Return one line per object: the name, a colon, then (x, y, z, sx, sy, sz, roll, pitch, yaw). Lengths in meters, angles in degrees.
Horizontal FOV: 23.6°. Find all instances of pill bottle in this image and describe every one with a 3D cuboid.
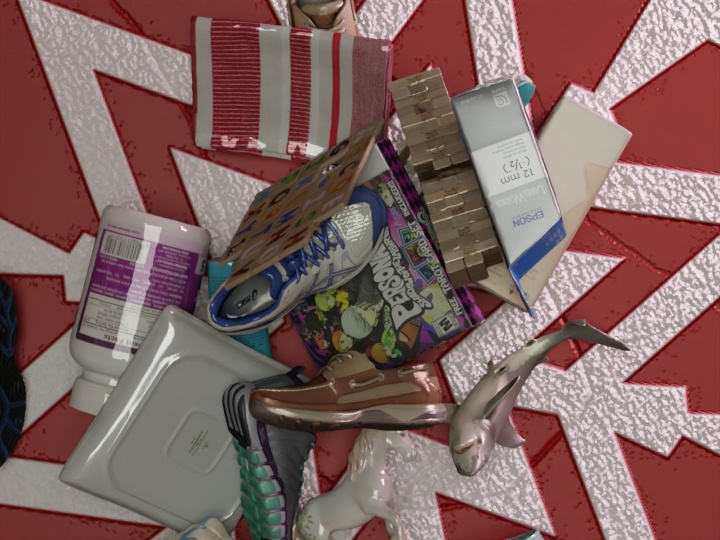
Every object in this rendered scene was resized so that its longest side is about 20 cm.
pill bottle: (-0.220, 0.044, 1.681, 0.112, 0.112, 0.200, 14, 90, 2)

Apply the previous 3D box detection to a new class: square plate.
square plate: (-0.157, 0.159, 1.664, 0.198, 0.028, 0.200, 30, 95, -30)

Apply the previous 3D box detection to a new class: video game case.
video game case: (0.000, 0.000, 1.674, 0.181, 0.036, 0.200, -28, 88, 31)

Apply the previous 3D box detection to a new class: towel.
towel: (-0.069, -0.170, 1.678, 0.200, 0.023, 0.144, 9, 124, 9)

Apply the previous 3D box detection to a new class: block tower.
block tower: (0.081, -0.087, 1.619, 0.054, 0.058, 0.200, -17, 71, 3)

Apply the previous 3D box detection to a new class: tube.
tube: (-0.118, 0.086, 1.710, 0.077, 0.050, 0.200, -4, 97, 1)

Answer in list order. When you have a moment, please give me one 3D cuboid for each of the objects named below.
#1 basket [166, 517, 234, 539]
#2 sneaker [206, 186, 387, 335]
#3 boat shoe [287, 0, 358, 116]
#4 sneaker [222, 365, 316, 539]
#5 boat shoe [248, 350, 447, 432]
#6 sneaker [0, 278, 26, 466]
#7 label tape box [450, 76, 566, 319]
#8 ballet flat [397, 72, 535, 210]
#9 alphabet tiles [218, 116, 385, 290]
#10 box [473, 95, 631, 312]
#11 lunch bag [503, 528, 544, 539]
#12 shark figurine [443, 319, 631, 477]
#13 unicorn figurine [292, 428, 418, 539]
basket: (-0.177, 0.346, 1.671, 0.176, 0.139, 0.200, 43, 126, 1)
sneaker: (-0.057, -0.002, 1.608, 0.200, 0.088, 0.075, -40, 87, 8)
boat shoe: (-0.039, -0.245, 1.688, 0.076, 0.072, 0.200, -13, 96, 2)
sneaker: (-0.070, 0.192, 1.661, 0.087, 0.074, 0.200, -19, 116, -23)
boat shoe: (-0.013, 0.113, 1.618, 0.200, 0.076, 0.072, 3, 78, -29)
sneaker: (-0.384, 0.106, 1.713, 0.077, 0.076, 0.200, -1, 89, 24)
label tape box: (0.147, -0.062, 1.563, 0.066, 0.143, 0.200, -21, 82, 6)
ballet flat: (0.085, -0.129, 1.701, 0.072, 0.072, 0.200, 41, 90, 2)
alphabet tiles: (-0.063, -0.057, 1.613, 0.167, 0.200, 0.008, -29, 111, 29)
box: (0.178, -0.063, 1.682, 0.078, 0.095, 0.200, 30, 91, 2)
lunch bag: (0.123, 0.360, 1.663, 0.200, 0.122, 0.171, -27, 88, 7)
shark figurine: (0.156, 0.128, 1.700, 0.214, 0.128, 0.090, -45, 114, -17)
unicorn figurine: (0.003, 0.230, 1.679, 0.200, 0.074, 0.137, -30, 76, 14)
